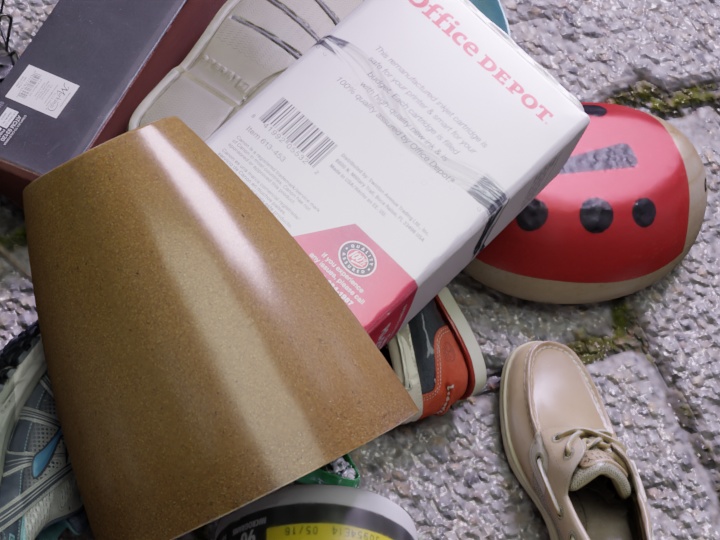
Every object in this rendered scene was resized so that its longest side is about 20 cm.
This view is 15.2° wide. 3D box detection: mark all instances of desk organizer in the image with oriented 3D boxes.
[{"bbox_3d":[-0.152,-0.116,1.611,0.072,0.077,0.200,21,61,16],"label":"desk organizer"}]

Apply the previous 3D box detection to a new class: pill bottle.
[{"bbox_3d":[-0.024,0.225,1.423,0.114,0.114,0.200,10,55,-15],"label":"pill bottle"}]

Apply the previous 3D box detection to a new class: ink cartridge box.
[{"bbox_3d":[0.011,-0.059,1.551,0.145,0.084,0.200,43,66,9],"label":"ink cartridge box"}]

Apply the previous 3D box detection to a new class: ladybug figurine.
[{"bbox_3d":[0.136,-0.049,1.688,0.200,0.072,0.136,-15,66,-29],"label":"ladybug figurine"}]

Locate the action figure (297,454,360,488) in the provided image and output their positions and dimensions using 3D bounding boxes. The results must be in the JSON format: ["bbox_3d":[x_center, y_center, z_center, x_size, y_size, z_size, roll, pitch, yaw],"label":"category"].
[{"bbox_3d":[-0.068,0.054,1.557,0.118,0.055,0.200,-34,80,-37],"label":"action figure"}]

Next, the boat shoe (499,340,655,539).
[{"bbox_3d":[0.135,0.122,1.582,0.072,0.065,0.200,0,59,-22],"label":"boat shoe"}]

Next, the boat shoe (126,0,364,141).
[{"bbox_3d":[-0.072,-0.111,1.628,0.075,0.068,0.200,41,59,14],"label":"boat shoe"}]

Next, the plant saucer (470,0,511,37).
[{"bbox_3d":[0.000,-0.155,1.731,0.200,0.027,0.201,10,57,-15],"label":"plant saucer"}]

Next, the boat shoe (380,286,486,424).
[{"bbox_3d":[0.000,0.000,1.608,0.062,0.071,0.200,-22,74,-28],"label":"boat shoe"}]

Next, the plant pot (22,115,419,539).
[{"bbox_3d":[-0.095,0.027,1.429,0.186,0.186,0.200,-26,90,-33],"label":"plant pot"}]

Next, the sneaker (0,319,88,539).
[{"bbox_3d":[-0.183,0.104,1.477,0.086,0.078,0.200,39,54,-17],"label":"sneaker"}]

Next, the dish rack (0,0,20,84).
[{"bbox_3d":[-0.280,-0.166,1.610,0.153,0.055,0.200,-9,63,-25],"label":"dish rack"}]
